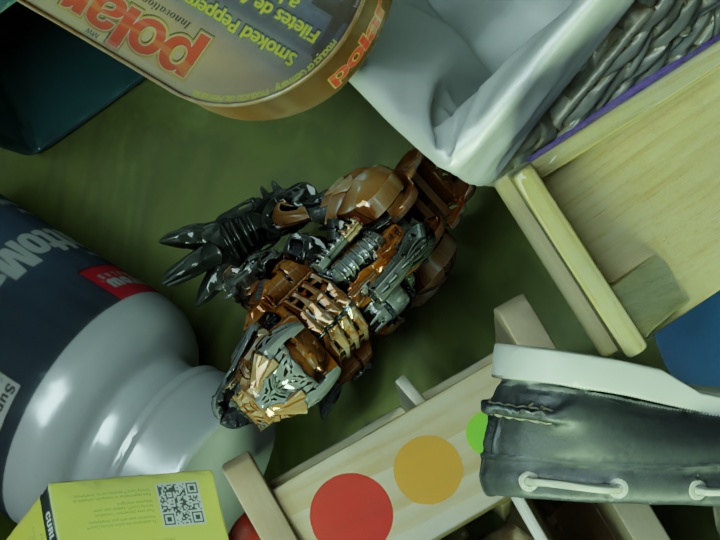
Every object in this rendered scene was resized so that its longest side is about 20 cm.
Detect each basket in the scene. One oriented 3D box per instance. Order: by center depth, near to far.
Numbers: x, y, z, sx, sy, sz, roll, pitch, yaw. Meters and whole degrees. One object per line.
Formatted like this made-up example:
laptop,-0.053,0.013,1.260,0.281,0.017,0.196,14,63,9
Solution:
basket,0.052,-0.130,1.149,0.136,0.123,0.200,-50,54,12

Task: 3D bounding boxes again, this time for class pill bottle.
pill bottle,-0.141,0.047,1.240,0.199,0.119,0.120,31,97,21

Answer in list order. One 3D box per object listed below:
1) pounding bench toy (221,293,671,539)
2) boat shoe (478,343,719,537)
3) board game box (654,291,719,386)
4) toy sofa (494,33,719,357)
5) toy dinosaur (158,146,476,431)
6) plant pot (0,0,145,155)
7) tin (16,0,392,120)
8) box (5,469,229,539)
pounding bench toy,0.049,0.145,1.124,0.155,0.124,0.201,-30,75,-5
boat shoe,0.140,0.072,1.048,0.199,0.074,0.061,11,89,-14
board game box,0.212,-0.013,1.138,0.199,0.039,0.159,-24,58,26
toy sofa,0.154,-0.054,1.062,0.199,0.098,0.083,-33,92,2
toy dinosaur,0.000,0.000,1.171,0.136,0.199,0.103,-26,90,52
plant pot,-0.170,-0.182,1.262,0.141,0.141,0.201,-34,72,16
tin,-0.075,-0.134,1.117,0.199,0.042,0.112,32,87,25
box,-0.120,0.143,1.158,0.200,0.075,0.050,129,132,-56
